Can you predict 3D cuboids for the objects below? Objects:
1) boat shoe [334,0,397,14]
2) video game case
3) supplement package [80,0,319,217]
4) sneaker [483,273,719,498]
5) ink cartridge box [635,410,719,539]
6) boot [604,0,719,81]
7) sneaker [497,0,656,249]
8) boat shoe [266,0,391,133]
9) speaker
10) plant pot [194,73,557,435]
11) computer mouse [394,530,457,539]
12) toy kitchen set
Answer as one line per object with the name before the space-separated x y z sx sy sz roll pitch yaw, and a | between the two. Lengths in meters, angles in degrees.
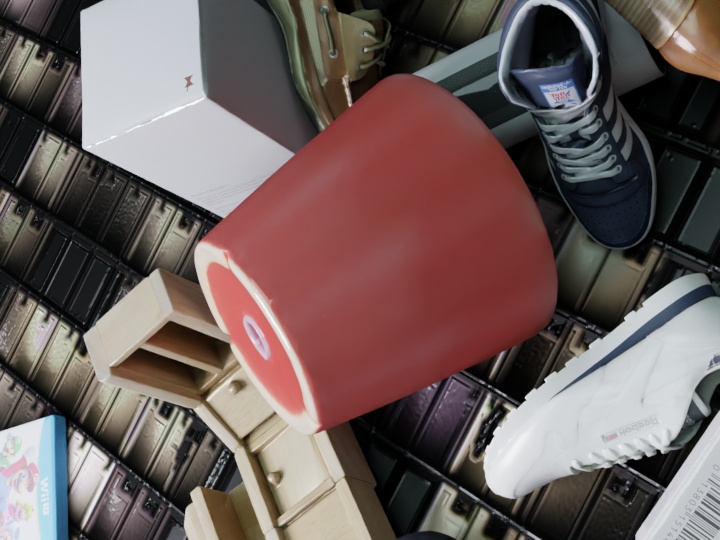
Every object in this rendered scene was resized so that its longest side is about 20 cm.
boat shoe | -0.010 -0.296 0.986 0.072 0.074 0.203 -24 73 13
video game case | -0.343 0.224 1.064 0.197 0.018 0.146 -18 66 26
supplement package | -0.108 -0.129 0.911 0.115 0.199 0.119 -16 68 26
sneaker | 0.165 0.092 0.756 0.200 0.076 0.081 -42 68 16
ink cartridge box | 0.287 0.130 0.682 0.175 0.045 0.202 35 96 9
boot | 0.252 -0.180 0.768 0.154 0.200 0.077 37 131 4
sneaker | 0.139 -0.094 0.751 0.069 0.109 0.203 -12 108 21
boat shoe | -0.016 -0.177 0.905 0.073 0.076 0.203 -20 97 26
speaker | 0.116 -0.137 0.847 0.198 0.081 0.083 -23 65 24
plant pot | 0.000 0.000 0.772 0.176 0.202 0.200 -32 55 -19
computer mouse | -0.005 0.247 0.820 0.199 0.059 0.034 -40 26 17
toy kitchen set | -0.111 0.147 0.843 0.163 0.180 0.202 -39 56 17
